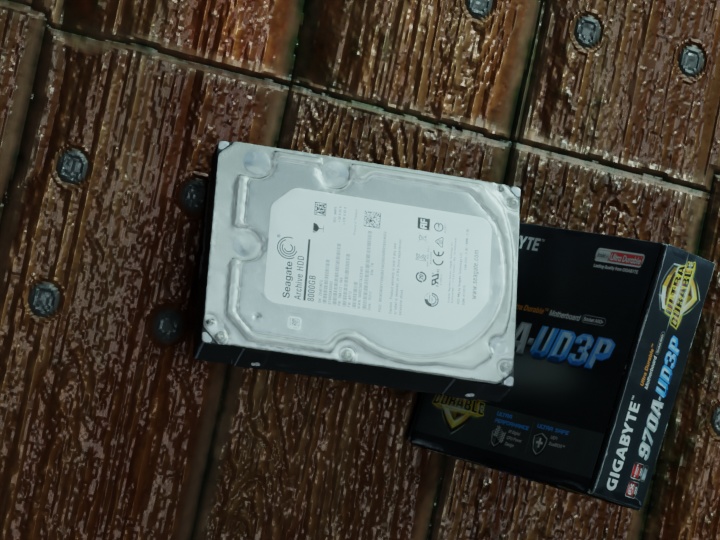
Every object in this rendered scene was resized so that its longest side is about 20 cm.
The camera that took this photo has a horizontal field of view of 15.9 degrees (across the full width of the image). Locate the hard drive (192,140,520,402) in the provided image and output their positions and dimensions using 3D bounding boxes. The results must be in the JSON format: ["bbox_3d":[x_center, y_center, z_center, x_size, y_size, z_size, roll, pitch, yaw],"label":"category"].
[{"bbox_3d":[0.000,0.000,1.607,0.199,0.038,0.140,9,66,-10],"label":"hard drive"}]

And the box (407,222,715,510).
[{"bbox_3d":[0.123,0.054,1.622,0.046,0.200,0.160,21,85,-33],"label":"box"}]
